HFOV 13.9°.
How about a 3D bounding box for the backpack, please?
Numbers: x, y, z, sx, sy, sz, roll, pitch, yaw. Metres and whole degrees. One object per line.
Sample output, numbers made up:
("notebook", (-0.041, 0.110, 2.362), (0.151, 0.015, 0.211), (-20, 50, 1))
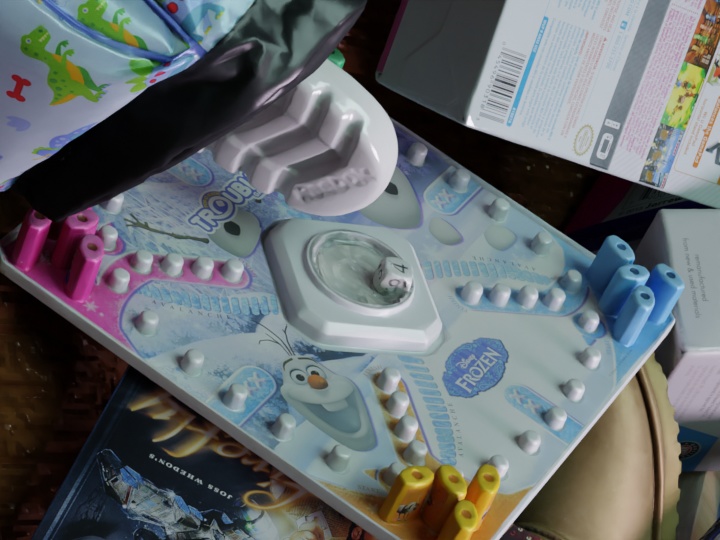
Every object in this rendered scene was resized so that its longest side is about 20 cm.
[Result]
("backpack", (-0.126, -0.110, 0.935), (0.154, 0.163, 0.200), (-41, 102, -35))

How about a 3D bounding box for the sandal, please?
("sandal", (-0.068, -0.097, 1.044), (0.203, 0.082, 0.050), (43, 45, -12))

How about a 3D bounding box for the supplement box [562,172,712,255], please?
("supplement box", (0.183, -0.035, 1.364), (0.104, 0.101, 0.200), (59, 39, -21))

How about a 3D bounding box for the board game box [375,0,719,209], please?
("board game box", (0.118, -0.110, 1.163), (0.200, 0.064, 0.148), (16, 97, -40))

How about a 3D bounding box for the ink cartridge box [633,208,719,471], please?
("ink cartridge box", (0.205, 0.030, 1.208), (0.199, 0.116, 0.067), (0, 62, -13))

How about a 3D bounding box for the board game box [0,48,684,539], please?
("board game box", (0.000, 0.000, 1.069), (0.200, 0.026, 0.200), (35, 39, 9))

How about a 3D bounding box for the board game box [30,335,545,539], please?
("board game box", (-0.015, 0.123, 0.994), (0.200, 0.035, 0.136), (27, 52, 0))

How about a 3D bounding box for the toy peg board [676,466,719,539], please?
("toy peg board", (0.192, 0.196, 1.254), (0.200, 0.098, 0.200), (61, 37, -43))

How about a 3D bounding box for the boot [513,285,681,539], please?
("boot", (0.041, 0.109, 1.090), (0.200, 0.066, 0.176), (-18, 97, -46))

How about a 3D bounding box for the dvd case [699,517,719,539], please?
("dvd case", (0.169, 0.171, 1.125), (0.150, 0.025, 0.200), (49, 53, 0))
